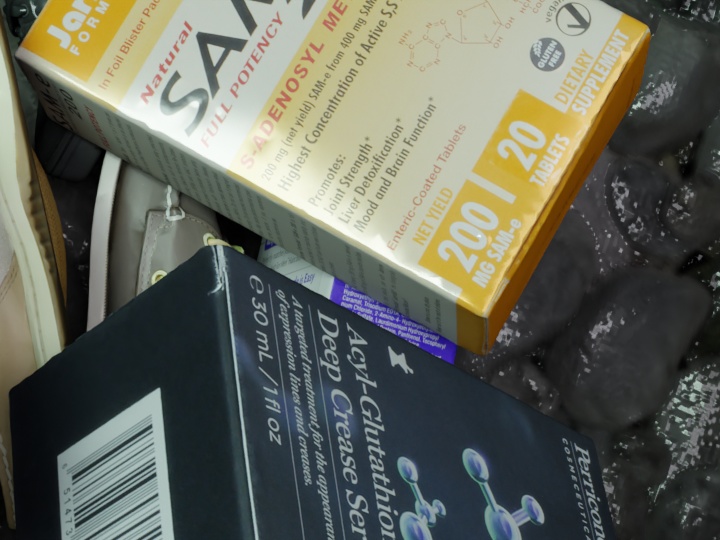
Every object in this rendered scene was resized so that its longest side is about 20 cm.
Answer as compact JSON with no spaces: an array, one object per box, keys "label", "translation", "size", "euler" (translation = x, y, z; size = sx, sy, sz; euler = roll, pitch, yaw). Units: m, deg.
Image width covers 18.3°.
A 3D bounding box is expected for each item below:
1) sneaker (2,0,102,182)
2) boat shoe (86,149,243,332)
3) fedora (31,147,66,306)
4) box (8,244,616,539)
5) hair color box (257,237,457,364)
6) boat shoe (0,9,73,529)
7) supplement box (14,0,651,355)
[{"label":"sneaker","translation":[-0.141,-0.140,0.911],"size":[0.104,0.060,0.200],"euler":[13,74,-18]},{"label":"boat shoe","translation":[-0.077,0.014,0.896],"size":[0.059,0.072,0.200],"euler":[7,82,15]},{"label":"fedora","translation":[-0.213,-0.003,0.848],"size":[0.200,0.082,0.201],"euler":[3,81,-21]},{"label":"box","translation":[-0.006,0.109,0.744],"size":[0.200,0.107,0.149],"euler":[29,39,-41]},{"label":"hair color box","translation":[0.000,0.000,0.917],"size":[0.065,0.109,0.200],"euler":[15,78,-19]},{"label":"boat shoe","translation":[-0.142,0.000,0.798],"size":[0.066,0.074,0.200],"euler":[-12,88,-7]},{"label":"supplement box","translation":[-0.009,-0.074,0.834],"size":[0.200,0.074,0.126],"euler":[28,79,10]}]
